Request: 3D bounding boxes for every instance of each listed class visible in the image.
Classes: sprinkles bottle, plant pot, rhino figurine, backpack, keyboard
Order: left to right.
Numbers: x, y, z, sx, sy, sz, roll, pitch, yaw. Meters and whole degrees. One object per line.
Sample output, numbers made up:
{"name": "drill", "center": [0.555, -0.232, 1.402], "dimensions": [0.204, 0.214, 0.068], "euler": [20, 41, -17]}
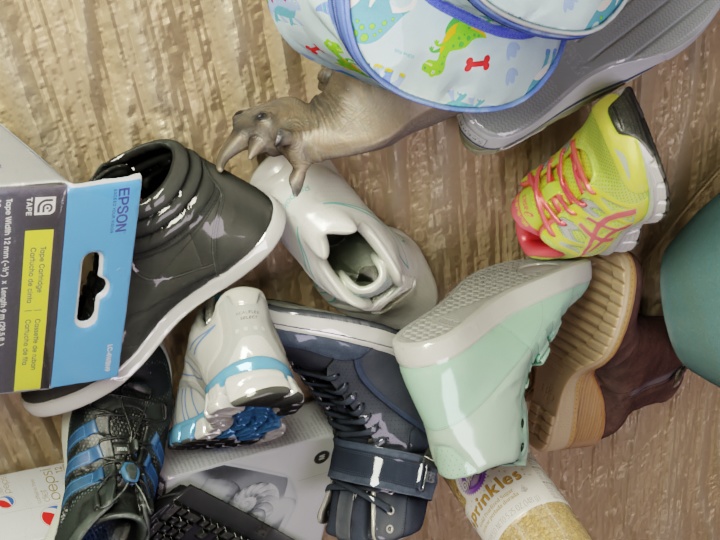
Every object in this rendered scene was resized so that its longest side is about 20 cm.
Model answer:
{"name": "keyboard", "center": [-0.113, 0.226, 1.086], "dimensions": [0.127, 0.021, 0.200], "euler": [-41, 138, 8]}
{"name": "rhino figurine", "center": [0.005, -0.104, 0.864], "dimensions": [0.198, 0.088, 0.060], "euler": [-27, 139, -11]}
{"name": "backpack", "center": [0.052, -0.181, 0.738], "dimensions": [0.182, 0.147, 0.202], "euler": [11, 102, -40]}
{"name": "sprinkles bottle", "center": [0.101, 0.154, 1.089], "dimensions": [0.068, 0.200, 0.069], "euler": [-19, 137, -19]}
{"name": "plant pot", "center": [0.303, 0.017, 1.135], "dimensions": [0.133, 0.202, 0.200], "euler": [-10, 148, 26]}

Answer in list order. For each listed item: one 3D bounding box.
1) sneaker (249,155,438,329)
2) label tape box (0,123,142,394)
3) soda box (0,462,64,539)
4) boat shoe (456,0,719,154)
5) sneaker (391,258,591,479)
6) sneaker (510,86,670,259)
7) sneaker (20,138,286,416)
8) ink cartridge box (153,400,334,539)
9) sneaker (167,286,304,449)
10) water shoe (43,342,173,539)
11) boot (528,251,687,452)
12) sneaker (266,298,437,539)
{"name": "sneaker", "center": [0.000, 0.000, 0.967], "dimensions": [0.070, 0.080, 0.200], "euler": [-42, 142, 5]}
{"name": "label tape box", "center": [-0.226, -0.003, 0.803], "dimensions": [0.198, 0.066, 0.144], "euler": [-6, 131, -24]}
{"name": "soda box", "center": [-0.225, 0.228, 1.033], "dimensions": [0.067, 0.064, 0.202], "euler": [-8, 131, -23]}
{"name": "boat shoe", "center": [0.140, -0.141, 0.952], "dimensions": [0.199, 0.072, 0.062], "euler": [-31, 176, -10]}
{"name": "sneaker", "center": [0.100, 0.067, 1.034], "dimensions": [0.200, 0.073, 0.120], "euler": [-29, 111, -44]}
{"name": "sneaker", "center": [0.146, -0.050, 0.995], "dimensions": [0.089, 0.079, 0.200], "euler": [-13, 158, -5]}
{"name": "sneaker", "center": [-0.147, -0.001, 0.879], "dimensions": [0.199, 0.071, 0.099], "euler": [-39, 127, 11]}
{"name": "ink cartridge box", "center": [-0.117, 0.195, 1.100], "dimensions": [0.198, 0.041, 0.201], "euler": [-11, 134, -26]}
{"name": "sneaker", "center": [-0.082, 0.062, 0.956], "dimensions": [0.074, 0.088, 0.200], "euler": [-5, 164, -20]}
{"name": "water shoe", "center": [-0.147, 0.133, 0.930], "dimensions": [0.071, 0.079, 0.202], "euler": [14, 85, -34]}
{"name": "boot", "center": [0.212, 0.048, 1.188], "dimensions": [0.165, 0.072, 0.202], "euler": [-18, 136, -38]}
{"name": "sneaker", "center": [-0.010, 0.107, 1.020], "dimensions": [0.201, 0.076, 0.148], "euler": [25, 81, -44]}
